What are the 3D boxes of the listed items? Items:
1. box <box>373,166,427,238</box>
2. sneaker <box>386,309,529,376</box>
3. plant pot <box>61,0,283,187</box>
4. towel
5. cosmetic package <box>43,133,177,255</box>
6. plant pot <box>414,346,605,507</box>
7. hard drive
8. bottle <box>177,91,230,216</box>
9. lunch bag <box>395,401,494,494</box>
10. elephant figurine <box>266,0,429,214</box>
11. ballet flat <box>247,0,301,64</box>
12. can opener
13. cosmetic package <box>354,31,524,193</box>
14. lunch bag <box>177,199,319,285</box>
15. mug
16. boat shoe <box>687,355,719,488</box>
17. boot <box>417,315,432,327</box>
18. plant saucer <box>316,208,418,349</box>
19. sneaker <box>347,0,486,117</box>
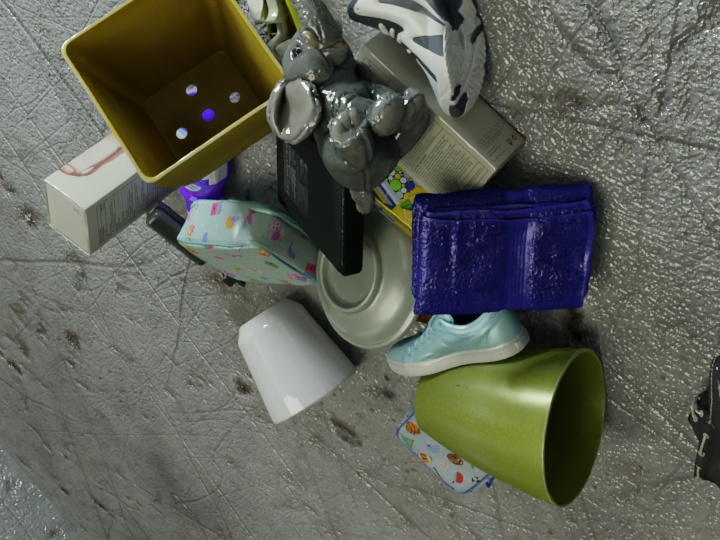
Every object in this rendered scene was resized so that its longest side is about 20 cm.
[{"bbox_3d":[0.098,-0.056,1.178,0.200,0.070,0.064,39,176,10],"label":"box"},{"bbox_3d":[0.107,0.071,1.216,0.199,0.074,0.082,-17,111,34],"label":"sneaker"},{"bbox_3d":[-0.204,-0.215,1.204,0.201,0.199,0.176,55,177,10],"label":"plant pot"},{"bbox_3d":[0.155,-0.018,1.083,0.198,0.050,0.149,-3,113,-1],"label":"towel"},{"bbox_3d":[-0.355,-0.129,1.448,0.087,0.200,0.104,33,141,15],"label":"cosmetic package"},{"bbox_3d":[0.173,0.172,1.220,0.199,0.187,0.188,9,129,34],"label":"plant pot"},{"bbox_3d":[-0.053,-0.102,1.238,0.200,0.033,0.140,49,145,48],"label":"hard drive"},{"bbox_3d":[-0.226,-0.154,1.414,0.083,0.065,0.201,32,140,20],"label":"bottle"},{"bbox_3d":[0.147,0.227,1.399,0.160,0.076,0.200,40,141,4],"label":"lunch bag"},{"bbox_3d":[-0.031,-0.191,1.050,0.200,0.155,0.141,43,-175,19],"label":"elephant figurine"},{"bbox_3d":[-0.094,-0.289,1.166,0.066,0.067,0.201,9,129,37],"label":"ballet flat"},{"bbox_3d":[-0.237,-0.041,1.502,0.200,0.053,0.066,37,109,-30],"label":"can opener"},{"bbox_3d":[0.073,-0.168,1.112,0.200,0.073,0.104,45,142,3],"label":"cosmetic package"},{"bbox_3d":[-0.150,-0.037,1.401,0.199,0.078,0.160,5,161,44],"label":"lunch bag"},{"bbox_3d":[-0.119,0.135,1.516,0.186,0.149,0.154,-32,92,45],"label":"mug"},{"bbox_3d":[0.399,0.171,1.114,0.060,0.074,0.201,9,137,32],"label":"boat shoe"},{"bbox_3d":[0.061,0.013,1.283,0.199,0.077,0.156,31,139,20],"label":"boot"},{"bbox_3d":[0.000,0.000,1.268,0.199,0.050,0.202,-3,85,45],"label":"plant saucer"},{"bbox_3d":[0.051,-0.259,1.047,0.129,0.079,0.200,6,126,42],"label":"sneaker"}]
